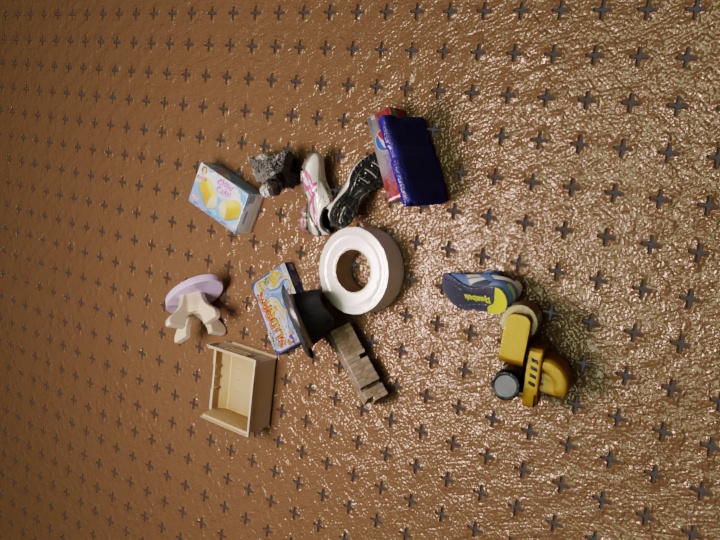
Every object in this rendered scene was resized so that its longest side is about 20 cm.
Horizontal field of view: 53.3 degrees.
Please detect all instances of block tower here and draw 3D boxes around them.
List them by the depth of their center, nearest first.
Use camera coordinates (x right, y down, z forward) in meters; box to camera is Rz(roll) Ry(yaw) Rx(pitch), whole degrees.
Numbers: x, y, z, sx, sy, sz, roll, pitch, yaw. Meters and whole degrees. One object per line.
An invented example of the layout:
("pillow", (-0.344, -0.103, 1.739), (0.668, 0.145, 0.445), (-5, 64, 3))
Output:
("block tower", (-0.009, 0.218, 1.682), (0.201, 0.054, 0.058), (60, 160, 18))

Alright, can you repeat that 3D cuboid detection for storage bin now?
("storage bin", (-0.328, 0.306, 1.902), (0.197, 0.093, 0.202), (12, 100, 34))

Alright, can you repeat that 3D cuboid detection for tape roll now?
("tape roll", (0.000, 0.000, 1.667), (0.201, 0.071, 0.205), (3, 95, 35))

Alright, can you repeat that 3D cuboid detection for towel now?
("towel", (0.108, -0.231, 1.532), (0.049, 0.147, 0.202), (-23, 80, 42))

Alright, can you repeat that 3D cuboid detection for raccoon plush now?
("raccoon plush", (-0.241, -0.239, 1.760), (0.133, 0.200, 0.098), (1, 107, 22))

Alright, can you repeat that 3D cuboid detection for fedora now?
("fedora", (-0.113, 0.106, 1.675), (0.091, 0.201, 0.202), (-22, 77, -3))

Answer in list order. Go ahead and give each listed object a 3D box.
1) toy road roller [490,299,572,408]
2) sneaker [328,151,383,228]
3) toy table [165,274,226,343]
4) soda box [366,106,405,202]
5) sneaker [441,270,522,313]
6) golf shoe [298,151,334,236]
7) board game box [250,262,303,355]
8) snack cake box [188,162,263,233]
("toy road roller", (0.345, 0.168, 1.404), (0.145, 0.123, 0.202), (10, 99, 20))
("sneaker", (-0.008, -0.193, 1.661), (0.074, 0.079, 0.201), (36, 101, -13))
("toy table", (-0.446, 0.108, 1.937), (0.200, 0.183, 0.118), (-40, 53, 42))
("soda box", (0.080, -0.257, 1.599), (0.070, 0.063, 0.202), (-19, 82, 36))
("sneaker", (0.251, 0.039, 1.495), (0.199, 0.082, 0.075), (16, 127, 52))
("golf shoe", (-0.095, -0.183, 1.728), (0.091, 0.072, 0.202), (10, 108, 29))
("board game box", (-0.194, 0.098, 1.831), (0.135, 0.034, 0.201), (-31, 75, 32))
("snack cake box", (-0.358, -0.195, 1.914), (0.199, 0.067, 0.116), (33, 112, 29))
